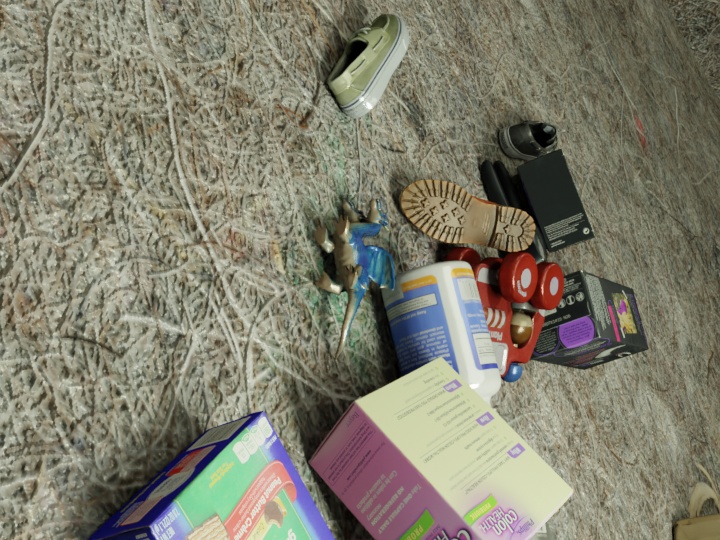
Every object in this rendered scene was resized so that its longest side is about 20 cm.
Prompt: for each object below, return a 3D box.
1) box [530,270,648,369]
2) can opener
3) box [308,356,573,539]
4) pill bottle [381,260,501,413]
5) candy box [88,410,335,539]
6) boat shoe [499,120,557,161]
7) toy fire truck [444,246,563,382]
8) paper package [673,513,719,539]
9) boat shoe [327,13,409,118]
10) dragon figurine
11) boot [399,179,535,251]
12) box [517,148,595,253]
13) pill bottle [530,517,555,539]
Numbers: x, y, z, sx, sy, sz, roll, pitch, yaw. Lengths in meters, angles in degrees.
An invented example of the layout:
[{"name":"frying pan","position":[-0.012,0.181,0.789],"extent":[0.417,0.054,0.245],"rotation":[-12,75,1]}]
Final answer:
[{"name":"box","position":[0.342,0.080,1.455],"extent":[0.199,0.122,0.107],"rotation":[15,58,-52]},{"name":"can opener","position":[0.235,-0.082,1.452],"extent":[0.063,0.078,0.201],"rotation":[9,55,-45]},{"name":"box","position":[0.083,0.207,0.945],"extent":[0.200,0.097,0.175],"rotation":[44,30,18]},{"name":"pill bottle","position":[0.098,0.099,1.095],"extent":[0.112,0.112,0.202],"rotation":[4,69,-55]},{"name":"candy box","position":[-0.096,0.245,0.755],"extent":[0.201,0.077,0.169],"rotation":[64,32,-10]},{"name":"boat shoe","position":[0.308,-0.231,1.638],"extent":[0.199,0.066,0.070],"rotation":[-2,73,-56]},{"name":"toy fire truck","position":[0.187,0.063,1.273],"extent":[0.199,0.112,0.169],"rotation":[15,84,-51]},{"name":"paper package","position":[0.669,0.500,1.632],"extent":[0.200,0.190,0.104],"rotation":[43,40,-36]},{"name":"boat shoe","position":[0.012,-0.281,1.225],"extent":[0.062,0.072,0.201],"rotation":[50,39,-30]},{"name":"dragon figurine","position":[0.000,0.000,1.055],"extent":[0.099,0.059,0.202],"rotation":[18,56,-50]},{"name":"boot","position":[0.127,-0.075,1.283],"extent":[0.199,0.107,0.076],"rotation":[17,95,-26]},{"name":"box","position":[0.305,-0.107,1.493],"extent":[0.200,0.078,0.142],"rotation":[-13,85,-80]},{"name":"pill bottle","position":[0.165,0.350,1.044],"extent":[0.116,0.116,0.202],"rotation":[26,52,-47]}]
